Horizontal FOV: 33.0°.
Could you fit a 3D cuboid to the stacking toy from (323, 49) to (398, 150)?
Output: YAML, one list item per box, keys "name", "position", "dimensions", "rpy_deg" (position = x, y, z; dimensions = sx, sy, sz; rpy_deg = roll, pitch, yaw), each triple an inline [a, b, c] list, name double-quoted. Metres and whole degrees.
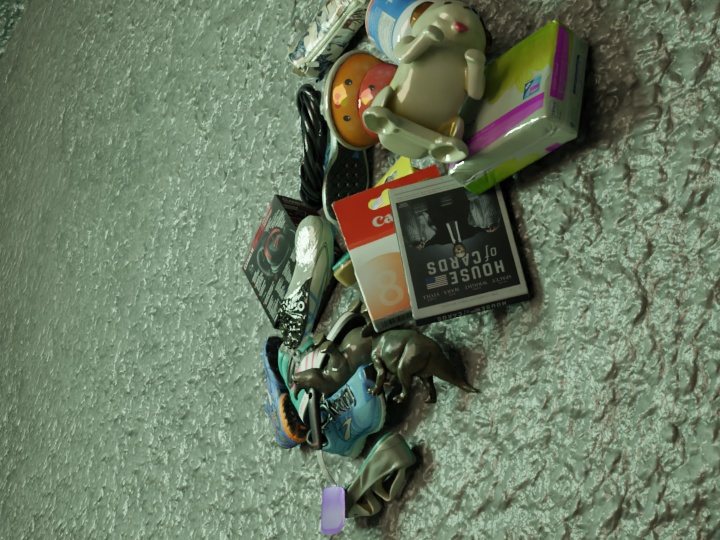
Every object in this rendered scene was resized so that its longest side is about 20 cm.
- name: "stacking toy"
  position: [0.057, -0.247, 1.760]
  dimensions: [0.198, 0.145, 0.149]
  rpy_deg: [7, 85, 42]

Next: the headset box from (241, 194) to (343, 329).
- name: "headset box"
  position: [-0.114, -0.017, 1.975]
  dimensions: [0.150, 0.074, 0.201]
  rpy_deg: [-63, 35, 22]

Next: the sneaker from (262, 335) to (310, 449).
- name: "sneaker"
  position: [-0.126, 0.193, 1.930]
  dimensions: [0.079, 0.074, 0.202]
  rpy_deg: [-50, 39, 41]

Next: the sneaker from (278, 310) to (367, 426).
- name: "sneaker"
  position: [-0.062, 0.120, 1.847]
  dimensions: [0.121, 0.083, 0.202]
  rpy_deg: [48, 122, 41]

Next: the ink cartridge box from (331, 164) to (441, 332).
- name: "ink cartridge box"
  position: [0.062, -0.039, 1.606]
  dimensions: [0.050, 0.160, 0.203]
  rpy_deg: [71, 179, -69]

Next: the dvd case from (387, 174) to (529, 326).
- name: "dvd case"
  position: [0.123, -0.035, 1.560]
  dimensions: [0.025, 0.148, 0.203]
  rpy_deg: [71, -173, -57]

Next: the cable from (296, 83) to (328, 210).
- name: "cable"
  position: [-0.081, -0.194, 1.908]
  dimensions: [0.202, 0.050, 0.165]
  rpy_deg: [87, -174, -47]

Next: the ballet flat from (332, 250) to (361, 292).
- name: "ballet flat"
  position: [0.000, 0.000, 1.741]
  dimensions: [0.068, 0.063, 0.200]
  rpy_deg: [-37, 2, 2]

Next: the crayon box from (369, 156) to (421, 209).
- name: "crayon box"
  position: [0.070, -0.053, 1.717]
  dimensions: [0.127, 0.050, 0.203]
  rpy_deg: [-44, 46, 43]

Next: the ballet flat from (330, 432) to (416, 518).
- name: "ballet flat"
  position: [0.012, 0.304, 1.684]
  dimensions: [0.064, 0.067, 0.201]
  rpy_deg: [48, 128, 17]

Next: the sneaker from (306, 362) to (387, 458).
- name: "sneaker"
  position: [-0.023, 0.204, 1.712]
  dimensions: [0.201, 0.088, 0.079]
  rpy_deg: [116, 148, -45]

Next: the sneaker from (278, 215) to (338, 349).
- name: "sneaker"
  position: [-0.072, 0.021, 1.820]
  dimensions: [0.071, 0.072, 0.204]
  rpy_deg: [5, 82, 47]

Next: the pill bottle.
- name: "pill bottle"
  position: [0.087, -0.334, 1.707]
  dimensions: [0.114, 0.111, 0.200]
  rpy_deg: [-68, 27, 15]

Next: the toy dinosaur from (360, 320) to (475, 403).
- name: "toy dinosaur"
  position: [0.062, 0.117, 1.604]
  dimensions: [0.198, 0.076, 0.104]
  rpy_deg: [20, 111, 42]

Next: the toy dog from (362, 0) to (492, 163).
- name: "toy dog"
  position: [0.101, -0.246, 1.548]
  dimensions: [0.194, 0.137, 0.203]
  rpy_deg: [88, -157, -81]

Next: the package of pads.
- name: "package of pads"
  position: [0.195, -0.205, 1.526]
  dimensions: [0.199, 0.068, 0.157]
  rpy_deg: [-29, 42, 50]

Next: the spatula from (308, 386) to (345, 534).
- name: "spatula"
  position: [-0.051, 0.262, 1.685]
  dimensions: [0.056, 0.020, 0.204]
  rpy_deg: [-16, 84, 51]

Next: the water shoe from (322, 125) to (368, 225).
- name: "water shoe"
  position: [-0.022, -0.167, 1.907]
  dimensions: [0.079, 0.070, 0.204]
  rpy_deg: [128, 148, -81]

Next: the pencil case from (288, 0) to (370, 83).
- name: "pencil case"
  position: [-0.041, -0.397, 1.980]
  dimensions: [0.200, 0.077, 0.090]
  rpy_deg: [-45, 24, 41]

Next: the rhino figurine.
- name: "rhino figurine"
  position: [-0.025, 0.125, 1.743]
  dimensions: [0.200, 0.087, 0.060]
  rpy_deg: [-43, 25, 17]
